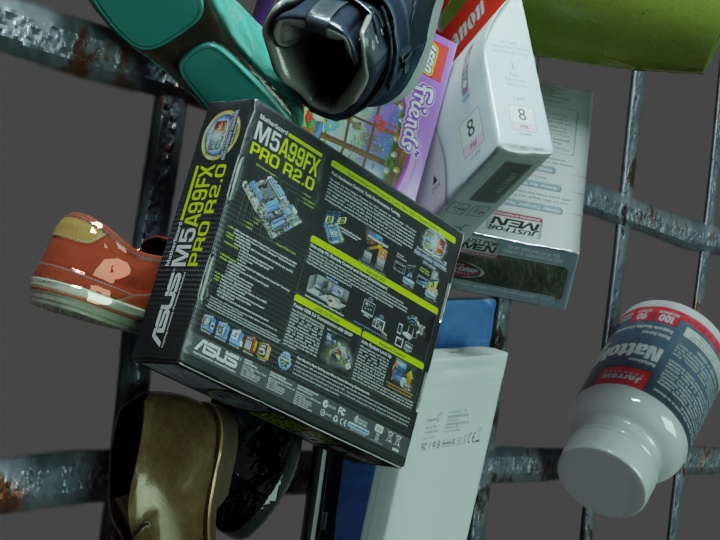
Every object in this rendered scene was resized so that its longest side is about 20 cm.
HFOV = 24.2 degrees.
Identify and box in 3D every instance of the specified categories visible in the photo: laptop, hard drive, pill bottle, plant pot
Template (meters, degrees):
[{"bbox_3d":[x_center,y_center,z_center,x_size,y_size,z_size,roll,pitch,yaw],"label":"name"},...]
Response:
[{"bbox_3d":[0.027,0.125,1.176,0.200,0.115,0.189,-73,171,-76],"label":"laptop"},{"bbox_3d":[0.047,0.155,1.188,0.132,0.027,0.202,1,102,-60],"label":"hard drive"},{"bbox_3d":[0.266,0.133,1.604,0.200,0.119,0.120,-53,137,-41],"label":"pill bottle"},{"bbox_3d":[0.189,-0.231,1.278,0.188,0.199,0.187,-62,170,-20],"label":"plant pot"}]

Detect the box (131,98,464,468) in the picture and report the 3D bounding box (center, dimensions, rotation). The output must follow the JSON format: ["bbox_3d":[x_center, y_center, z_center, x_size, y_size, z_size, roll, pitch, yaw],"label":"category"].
[{"bbox_3d":[-0.030,0.013,1.007,0.199,0.044,0.162,29,69,-42],"label":"box"}]

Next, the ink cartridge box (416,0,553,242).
[{"bbox_3d":[0.060,-0.126,1.170,0.057,0.163,0.202,3,61,-27],"label":"ink cartridge box"}]

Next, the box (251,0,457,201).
[{"bbox_3d":[-0.024,-0.083,1.101,0.136,0.039,0.202,22,73,-23],"label":"box"}]

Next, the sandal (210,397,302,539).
[{"bbox_3d":[-0.069,0.077,1.100,0.048,0.075,0.202,35,55,-34],"label":"sandal"}]

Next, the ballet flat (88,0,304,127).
[{"bbox_3d":[-0.103,-0.152,0.997,0.200,0.067,0.071,48,24,-34],"label":"ballet flat"}]

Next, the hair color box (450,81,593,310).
[{"bbox_3d":[0.121,-0.065,1.285,0.201,0.098,0.061,-77,176,-48],"label":"hair color box"}]

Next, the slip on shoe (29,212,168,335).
[{"bbox_3d":[-0.114,0.013,1.002,0.199,0.074,0.062,22,80,-53],"label":"slip on shoe"}]

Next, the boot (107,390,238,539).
[{"bbox_3d":[-0.126,0.171,1.012,0.075,0.073,0.202,25,60,-45],"label":"boot"}]

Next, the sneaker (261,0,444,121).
[{"bbox_3d":[0.009,-0.186,0.994,0.146,0.076,0.204,-30,134,-64],"label":"sneaker"}]
